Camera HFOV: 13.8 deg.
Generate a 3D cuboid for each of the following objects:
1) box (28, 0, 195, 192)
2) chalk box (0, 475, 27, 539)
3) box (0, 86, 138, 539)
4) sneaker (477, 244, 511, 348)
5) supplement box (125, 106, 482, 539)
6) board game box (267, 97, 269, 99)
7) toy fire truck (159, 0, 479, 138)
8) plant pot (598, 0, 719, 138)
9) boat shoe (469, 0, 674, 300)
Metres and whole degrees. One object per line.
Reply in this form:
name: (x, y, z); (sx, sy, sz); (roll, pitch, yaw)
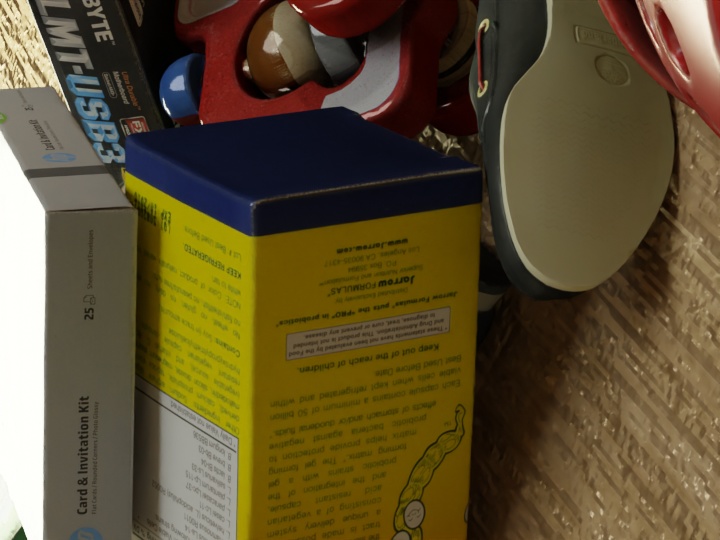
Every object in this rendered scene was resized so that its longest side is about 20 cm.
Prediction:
box: (-0.109, -0.152, 1.433); (0.199, 0.049, 0.201); (-85, -17, -45)
chalk box: (-0.114, 0.098, 1.449); (0.125, 0.123, 0.201); (-51, 31, 42)
box: (-0.133, 0.020, 1.268); (0.200, 0.041, 0.157); (-128, 38, -67)
sneaker: (0.000, 0.000, 1.330); (0.082, 0.070, 0.200); (-65, 22, 12)
supplement box: (-0.026, 0.047, 1.202); (0.109, 0.109, 0.201); (28, 121, 53)
board game box: (-0.046, -0.080, 1.453); (0.136, 0.028, 0.201); (98, 179, -49)
toy fire truck: (-0.015, -0.131, 1.334); (0.167, 0.112, 0.201); (-19, 52, 34)
plant pot: (0.169, -0.113, 0.879); (0.183, 0.199, 0.201); (-129, 59, -74)
boat shoe: (0.081, -0.068, 1.194); (0.063, 0.073, 0.202); (-48, 29, 49)
